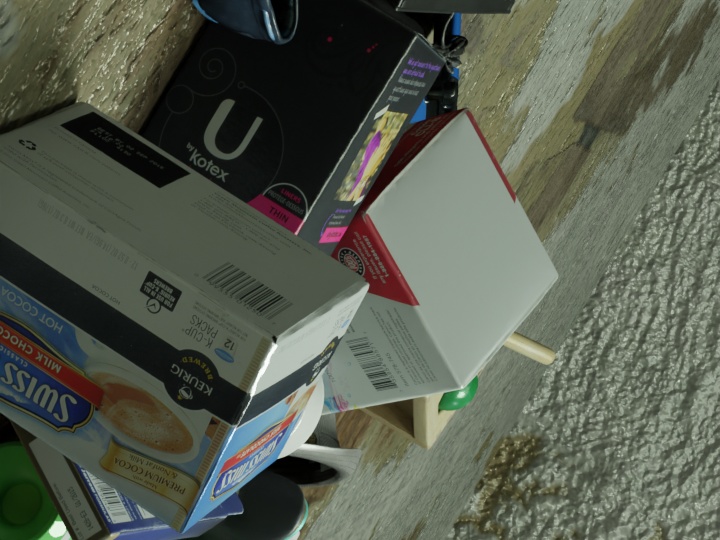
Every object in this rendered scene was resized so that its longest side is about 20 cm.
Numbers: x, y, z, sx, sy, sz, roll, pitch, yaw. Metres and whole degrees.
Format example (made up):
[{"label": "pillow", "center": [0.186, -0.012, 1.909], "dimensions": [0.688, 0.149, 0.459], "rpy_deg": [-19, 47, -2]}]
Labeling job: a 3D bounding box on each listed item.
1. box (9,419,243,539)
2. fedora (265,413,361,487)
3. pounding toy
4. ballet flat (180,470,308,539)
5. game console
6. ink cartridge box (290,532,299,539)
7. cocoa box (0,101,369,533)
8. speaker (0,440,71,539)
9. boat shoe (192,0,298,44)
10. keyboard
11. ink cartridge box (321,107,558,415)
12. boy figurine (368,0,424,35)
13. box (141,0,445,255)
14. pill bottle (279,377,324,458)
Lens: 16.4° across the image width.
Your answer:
[{"label": "box", "center": [-0.152, 0.119, 1.621], "dimensions": [0.032, 0.121, 0.200], "rpy_deg": [-34, 166, 19]}, {"label": "fedora", "center": [-0.092, 0.106, 1.870], "dimensions": [0.177, 0.200, 0.091], "rpy_deg": [-15, -112, 51]}, {"label": "pounding toy", "center": [0.048, 0.049, 2.106], "dimensions": [0.142, 0.200, 0.184], "rpy_deg": [-55, 167, -16]}, {"label": "ballet flat", "center": [-0.130, 0.162, 1.771], "dimensions": [0.073, 0.200, 0.073], "rpy_deg": [1, 88, -50]}, {"label": "game console", "center": [0.016, -0.140, 1.923], "dimensions": [0.200, 0.118, 0.171], "rpy_deg": [91, 1, -78]}, {"label": "ink cartridge box", "center": [-0.099, 0.220, 1.869], "dimensions": [0.200, 0.042, 0.120], "rpy_deg": [74, 40, -72]}, {"label": "cocoa box", "center": [-0.125, 0.022, 1.363], "dimensions": [0.131, 0.200, 0.133], "rpy_deg": [-63, 167, 23]}, {"label": "speaker", "center": [-0.196, 0.176, 1.663], "dimensions": [0.089, 0.088, 0.200], "rpy_deg": [-56, 157, -9]}, {"label": "boat shoe", "center": [-0.046, -0.209, 1.425], "dimensions": [0.084, 0.069, 0.200], "rpy_deg": [-52, 166, -27]}, {"label": "keyboard", "center": [0.066, -0.196, 1.751], "dimensions": [0.200, 0.021, 0.127], "rpy_deg": [-9, 128, -63]}, {"label": "ink cartridge box", "center": [0.000, 0.000, 1.733], "dimensions": [0.200, 0.146, 0.145], "rpy_deg": [-13, -155, 42]}, {"label": "boy figurine", "center": [-0.025, -0.129, 1.719], "dimensions": [0.200, 0.064, 0.125], "rpy_deg": [-45, 165, -57]}, {"label": "box", "center": [-0.054, -0.085, 1.568], "dimensions": [0.200, 0.122, 0.106], "rpy_deg": [-59, 167, 2]}, {"label": "pill bottle", "center": [-0.107, 0.063, 1.602], "dimensions": [0.111, 0.111, 0.200], "rpy_deg": [-59, 147, 3]}]
